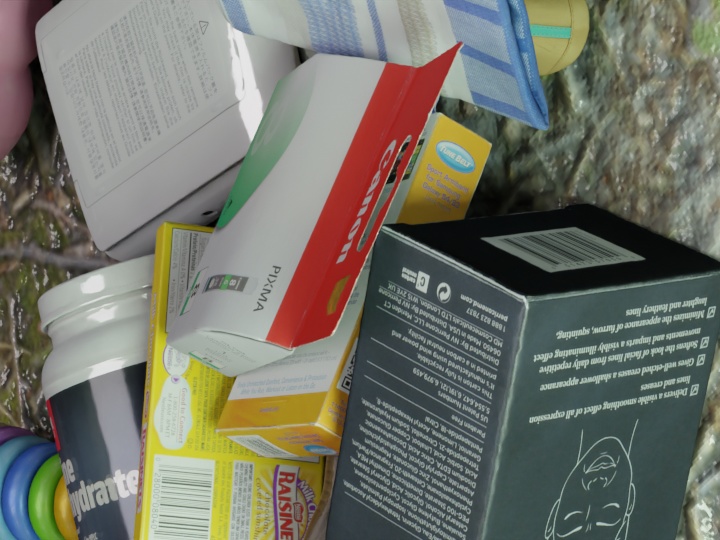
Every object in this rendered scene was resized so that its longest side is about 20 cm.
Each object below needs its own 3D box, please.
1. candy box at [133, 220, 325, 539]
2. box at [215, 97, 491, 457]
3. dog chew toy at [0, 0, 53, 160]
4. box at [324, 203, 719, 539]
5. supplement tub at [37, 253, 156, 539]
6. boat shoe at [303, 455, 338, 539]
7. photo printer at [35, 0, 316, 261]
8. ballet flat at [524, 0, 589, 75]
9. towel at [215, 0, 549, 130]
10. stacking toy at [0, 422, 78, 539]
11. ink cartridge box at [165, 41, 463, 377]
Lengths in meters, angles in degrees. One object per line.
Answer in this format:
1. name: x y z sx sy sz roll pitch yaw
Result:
1. candy box: -0.068 0.078 1.329 0.026 0.101 0.202 148 128 -67
2. box: 0.000 0.000 1.278 0.119 0.041 0.201 -10 53 61
3. dog chew toy: -0.252 -0.159 1.555 0.124 0.124 0.201 42 117 36
4. box: 0.078 0.081 1.193 0.107 0.148 0.202 26 114 43
5. supplement tub: -0.103 0.099 1.403 0.140 0.140 0.202 -24 78 47
6. boat shoe: 0.019 0.109 1.292 0.074 0.066 0.201 26 94 17
7. photo printer: -0.099 -0.116 1.422 0.200 0.069 0.168 -31 72 45
8. ballet flat: 0.032 -0.141 1.278 0.199 0.063 0.069 11 103 47
9. towel: -0.003 -0.142 1.213 0.199 0.024 0.147 22 153 28
10. stacking toy: -0.181 0.144 1.547 0.199 0.085 0.086 2 97 43
11. ink cartridge box: -0.028 -0.035 1.226 0.162 0.050 0.200 -67 11 -14
